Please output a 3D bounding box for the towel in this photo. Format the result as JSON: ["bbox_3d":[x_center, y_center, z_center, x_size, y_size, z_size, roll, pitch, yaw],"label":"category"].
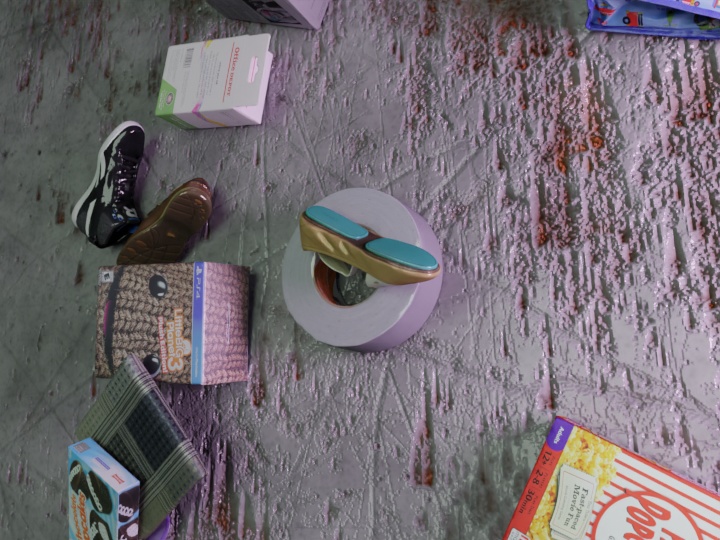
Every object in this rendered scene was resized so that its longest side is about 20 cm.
[{"bbox_3d":[-0.295,0.238,0.979,0.193,0.034,0.200,53,124,14],"label":"towel"}]

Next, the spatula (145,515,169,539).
[{"bbox_3d":[-0.333,0.322,1.054,0.200,0.021,0.057,35,99,31],"label":"spatula"}]

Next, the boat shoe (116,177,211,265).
[{"bbox_3d":[-0.291,-0.064,1.102,0.200,0.072,0.068,-40,29,24],"label":"boat shoe"}]

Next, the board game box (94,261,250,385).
[{"bbox_3d":[-0.262,0.073,1.018,0.199,0.097,0.161,-2,85,29],"label":"board game box"}]

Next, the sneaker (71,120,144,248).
[{"bbox_3d":[-0.372,-0.126,1.157,0.112,0.073,0.201,39,106,27],"label":"sneaker"}]

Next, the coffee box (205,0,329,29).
[{"bbox_3d":[-0.153,-0.492,1.039,0.197,0.200,0.201,18,87,31],"label":"coffee box"}]

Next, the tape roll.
[{"bbox_3d":[0.000,0.000,0.919,0.199,0.066,0.202,-7,74,27],"label":"tape roll"}]

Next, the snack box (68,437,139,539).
[{"bbox_3d":[-0.355,0.343,1.004,0.116,0.037,0.201,26,120,32],"label":"snack box"}]

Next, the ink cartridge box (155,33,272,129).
[{"bbox_3d":[-0.204,-0.280,1.096,0.199,0.067,0.118,4,80,31],"label":"ink cartridge box"}]

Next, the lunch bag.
[{"bbox_3d":[0.362,-0.338,0.792,0.199,0.094,0.151,17,84,22],"label":"lunch bag"}]

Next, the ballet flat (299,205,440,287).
[{"bbox_3d":[0.008,-0.016,0.855,0.199,0.068,0.063,28,120,33],"label":"ballet flat"}]

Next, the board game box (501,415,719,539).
[{"bbox_3d":[0.260,0.258,0.725,0.199,0.046,0.152,23,90,31],"label":"board game box"}]
